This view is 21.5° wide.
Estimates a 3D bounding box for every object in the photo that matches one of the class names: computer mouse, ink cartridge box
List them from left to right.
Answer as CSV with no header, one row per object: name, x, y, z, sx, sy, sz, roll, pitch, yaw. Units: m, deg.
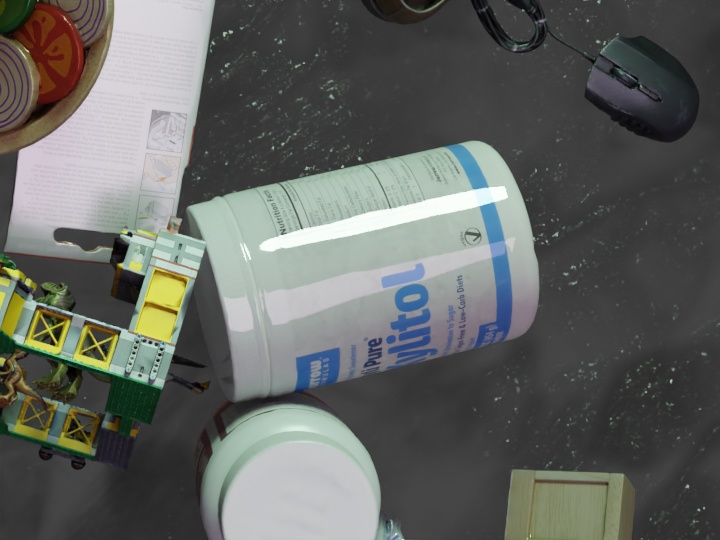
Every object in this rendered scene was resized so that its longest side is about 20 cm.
ink cartridge box,-0.156,-0.107,1.169,0.109,0.050,0.201,7,103,-17
computer mouse,0.150,-0.142,1.239,0.200,0.034,0.059,27,96,-27

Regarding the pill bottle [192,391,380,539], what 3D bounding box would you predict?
pill bottle,-0.046,0.135,1.171,0.109,0.200,0.110,0,94,-7

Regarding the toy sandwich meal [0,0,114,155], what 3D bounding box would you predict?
toy sandwich meal,-0.243,-0.157,1.092,0.205,0.070,0.206,2,101,10

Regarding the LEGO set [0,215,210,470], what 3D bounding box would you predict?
LEGO set,-0.169,0.030,1.149,0.153,0.200,0.116,13,62,2

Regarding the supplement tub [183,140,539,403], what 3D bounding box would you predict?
supplement tub,0.000,0.000,1.195,0.199,0.132,0.132,-14,107,-12

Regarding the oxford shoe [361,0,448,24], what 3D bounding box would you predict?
oxford shoe,0.074,-0.240,1.180,0.073,0.084,0.200,24,95,-18

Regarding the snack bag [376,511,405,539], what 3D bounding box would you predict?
snack bag,-0.043,0.230,1.212,0.189,0.200,0.021,-43,89,-1

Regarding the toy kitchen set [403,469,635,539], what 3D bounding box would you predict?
toy kitchen set,0.115,0.260,1.335,0.163,0.180,0.201,0,67,21
